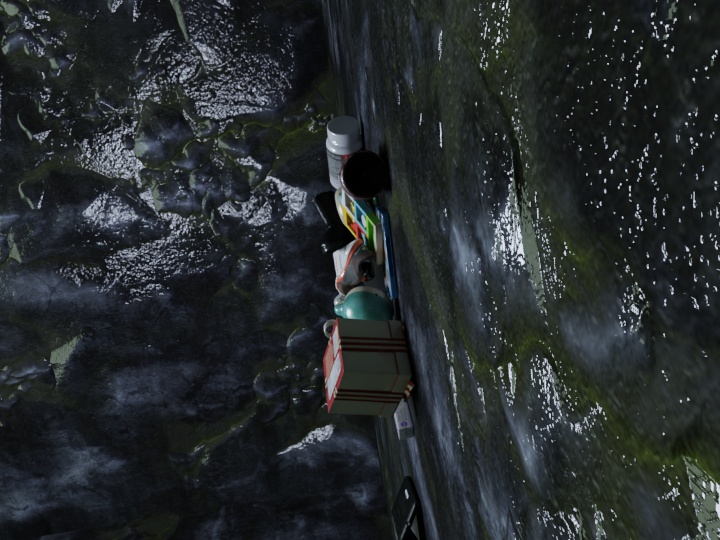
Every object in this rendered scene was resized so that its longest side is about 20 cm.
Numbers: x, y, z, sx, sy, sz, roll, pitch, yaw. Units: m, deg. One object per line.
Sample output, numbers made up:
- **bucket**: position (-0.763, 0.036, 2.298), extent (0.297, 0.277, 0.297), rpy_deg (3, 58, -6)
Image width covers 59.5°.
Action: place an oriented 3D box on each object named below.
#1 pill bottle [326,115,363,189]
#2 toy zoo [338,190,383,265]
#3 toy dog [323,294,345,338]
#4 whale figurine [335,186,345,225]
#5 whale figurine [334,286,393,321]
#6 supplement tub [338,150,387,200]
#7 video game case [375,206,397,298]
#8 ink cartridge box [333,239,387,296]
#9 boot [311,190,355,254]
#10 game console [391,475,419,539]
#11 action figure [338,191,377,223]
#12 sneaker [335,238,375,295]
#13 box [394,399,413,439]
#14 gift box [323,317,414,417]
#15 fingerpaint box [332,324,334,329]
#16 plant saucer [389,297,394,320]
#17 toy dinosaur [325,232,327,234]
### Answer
- **pill bottle**: position (-0.044, -0.351, 1.894), extent (0.202, 0.112, 0.115), rpy_deg (85, 176, -47)
- **toy zoo**: position (-0.002, -0.123, 1.556), extent (0.201, 0.020, 0.132), rpy_deg (53, 158, 39)
- **toy dog**: position (0.008, 0.155, 1.707), extent (0.133, 0.198, 0.096), rpy_deg (-64, 13, -8)
- **whale figurine**: position (0.007, -0.167, 1.796), extent (0.200, 0.103, 0.161), rpy_deg (47, -155, -50)
- **whale figurine**: position (0.003, 0.135, 1.579), extent (0.104, 0.157, 0.201), rpy_deg (-69, 6, -49)
- **supplement tub**: position (0.002, -0.215, 1.430), extent (0.200, 0.105, 0.109), rpy_deg (-114, 16, -81)
- **video game case**: position (0.063, -0.047, 1.539), extent (0.143, 0.018, 0.203), rpy_deg (-113, 16, -77)
- **ink cartridge box**: position (0.000, 0.000, 1.745), extent (0.200, 0.083, 0.148), rpy_deg (155, 107, -67)
- **boot**: position (-0.087, -0.139, 1.776), extent (0.164, 0.073, 0.198), rpy_deg (63, -157, -1)
- **game console**: position (0.156, 0.699, 1.747), extent (0.200, 0.115, 0.178), rpy_deg (-144, 76, -85)
- **action figure**: position (0.011, -0.147, 1.650), extent (0.054, 0.117, 0.202), rpy_deg (13, -127, -54)
- **sneaker**: position (-0.007, 0.012, 1.577), extent (0.081, 0.077, 0.201), rpy_deg (35, 147, 16)
- **box**: position (0.102, 0.348, 1.644), extent (0.201, 0.038, 0.042), rpy_deg (-102, 4, -54)
- **gift box**: position (0.027, 0.221, 1.449), extent (0.201, 0.184, 0.186), rpy_deg (113, 157, -45)
- **fingerpaint box**: position (0.007, 0.203, 1.873), extent (0.201, 0.164, 0.074), rpy_deg (86, 173, -65)
- **plant saucer**: position (0.088, 0.176, 1.669), extent (0.070, 0.019, 0.203), rpy_deg (93, 168, -76)
- **toy dinosaur**: position (-0.018, -0.157, 1.914), extent (0.201, 0.088, 0.048), rpy_deg (-55, -3, -23)
